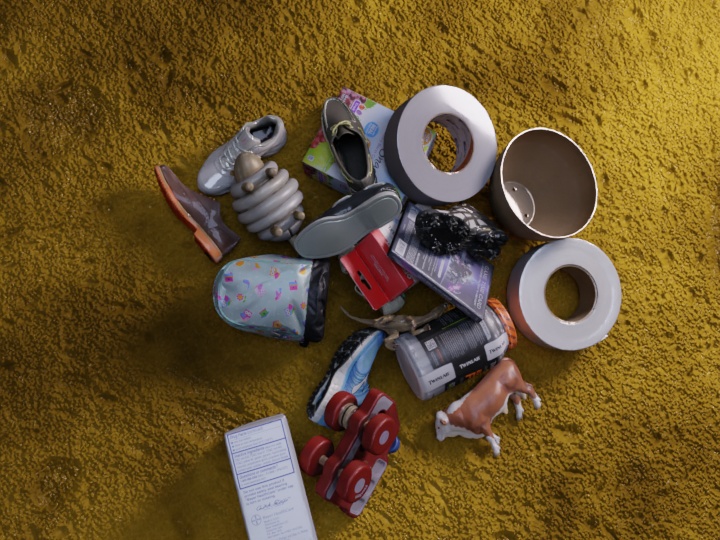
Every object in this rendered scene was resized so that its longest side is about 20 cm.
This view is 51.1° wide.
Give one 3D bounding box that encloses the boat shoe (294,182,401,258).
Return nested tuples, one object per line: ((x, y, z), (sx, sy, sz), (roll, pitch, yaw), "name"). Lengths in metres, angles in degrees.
((-0.022, -0.085, 1.282), (0.197, 0.061, 0.076), (-22, 123, 7), "boat shoe")

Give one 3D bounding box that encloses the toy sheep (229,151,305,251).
((-0.159, -0.117, 1.328), (0.136, 0.138, 0.203), (-31, 106, -12), "toy sheep")

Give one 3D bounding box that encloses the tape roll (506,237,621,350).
((0.374, 0.045, 1.387), (0.198, 0.071, 0.207), (1, 86, -9), "tape roll")

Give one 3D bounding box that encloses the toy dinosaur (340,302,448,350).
((0.054, 0.094, 1.302), (0.196, 0.101, 0.059), (-4, 104, 13), "toy dinosaur")

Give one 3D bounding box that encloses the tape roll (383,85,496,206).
((0.141, -0.218, 1.331), (0.196, 0.066, 0.205), (1, 88, -21), "tape roll")

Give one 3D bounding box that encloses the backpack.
((-0.154, 0.039, 1.305), (0.195, 0.127, 0.171), (6, 82, -3), "backpack")

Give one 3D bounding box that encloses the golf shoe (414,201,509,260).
((0.162, -0.076, 1.309), (0.197, 0.078, 0.095), (15, 34, -36), "golf shoe")

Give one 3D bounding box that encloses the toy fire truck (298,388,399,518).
((0.001, 0.305, 1.267), (0.111, 0.168, 0.202), (22, 75, 35), "toy fire truck")

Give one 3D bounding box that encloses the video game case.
((0.143, -0.016, 1.301), (0.199, 0.019, 0.144), (36, 41, -12), "video game case")

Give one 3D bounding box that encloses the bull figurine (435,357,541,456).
((0.225, 0.250, 1.346), (0.200, 0.065, 0.122), (-43, 91, -10), "bull figurine")

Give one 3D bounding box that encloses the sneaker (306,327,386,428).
((-0.012, 0.192, 1.334), (0.089, 0.078, 0.202), (36, 80, -19), "sneaker")

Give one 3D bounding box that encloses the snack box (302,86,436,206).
((0.017, -0.216, 1.390), (0.197, 0.068, 0.171), (26, 77, 6), "snack box")

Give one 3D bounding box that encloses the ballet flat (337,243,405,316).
((0.000, 0.000, 1.364), (0.062, 0.067, 0.201), (-41, 87, -2), "ballet flat")

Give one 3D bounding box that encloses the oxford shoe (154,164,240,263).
((-0.293, -0.113, 1.347), (0.073, 0.071, 0.201), (-37, 96, -15), "oxford shoe")

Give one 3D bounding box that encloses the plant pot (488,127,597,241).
((0.313, -0.140, 1.384), (0.196, 0.134, 0.205), (5, 76, -18), "plant pot")

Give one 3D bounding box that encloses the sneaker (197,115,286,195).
((-0.217, -0.218, 1.356), (0.200, 0.099, 0.078), (-44, 87, -12), "sneaker")

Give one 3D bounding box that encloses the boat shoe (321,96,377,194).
((-0.022, -0.226, 1.323), (0.071, 0.060, 0.205), (-20, 71, 0), "boat shoe")

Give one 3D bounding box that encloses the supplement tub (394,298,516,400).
((0.168, 0.133, 1.330), (0.197, 0.123, 0.124), (-24, 83, -10), "supplement tub")

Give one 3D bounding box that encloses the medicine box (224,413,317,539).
((-0.145, 0.343, 1.220), (0.101, 0.182, 0.204), (-14, 82, -9), "medicine box")

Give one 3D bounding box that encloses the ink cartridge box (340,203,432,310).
((0.072, -0.029, 1.335), (0.199, 0.067, 0.117), (-33, 85, -39), "ink cartridge box")
